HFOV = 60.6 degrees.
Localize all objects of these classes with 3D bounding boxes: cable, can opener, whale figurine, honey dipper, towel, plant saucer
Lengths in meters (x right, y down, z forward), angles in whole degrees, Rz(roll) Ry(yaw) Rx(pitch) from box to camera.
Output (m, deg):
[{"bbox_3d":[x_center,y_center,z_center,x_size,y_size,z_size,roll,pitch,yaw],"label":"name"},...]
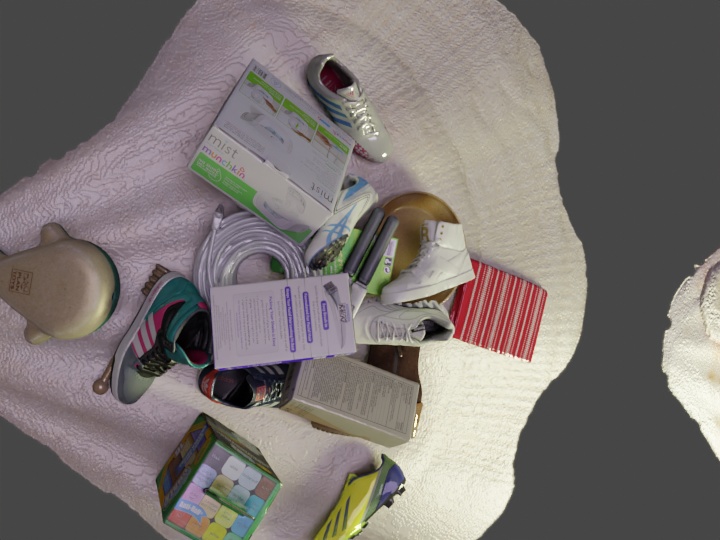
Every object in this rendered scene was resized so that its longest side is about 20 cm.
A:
[{"bbox_3d":[-0.154,0.012,0.931,0.196,0.069,0.205,25,90,-10],"label":"cable"},{"bbox_3d":[0.000,0.000,0.955,0.052,0.066,0.204,28,84,-6],"label":"can opener"},{"bbox_3d":[-0.422,0.017,0.835,0.193,0.104,0.165,9,90,3],"label":"whale figurine"},{"bbox_3d":[-0.332,0.087,0.894,0.037,0.038,0.204,31,83,-20],"label":"honey dipper"},{"bbox_3d":[0.255,0.076,1.140,0.195,0.022,0.149,20,83,-24],"label":"towel"},{"bbox_3d":[0.091,-0.032,1.060,0.194,0.035,0.208,-1,93,-21],"label":"plant saucer"}]

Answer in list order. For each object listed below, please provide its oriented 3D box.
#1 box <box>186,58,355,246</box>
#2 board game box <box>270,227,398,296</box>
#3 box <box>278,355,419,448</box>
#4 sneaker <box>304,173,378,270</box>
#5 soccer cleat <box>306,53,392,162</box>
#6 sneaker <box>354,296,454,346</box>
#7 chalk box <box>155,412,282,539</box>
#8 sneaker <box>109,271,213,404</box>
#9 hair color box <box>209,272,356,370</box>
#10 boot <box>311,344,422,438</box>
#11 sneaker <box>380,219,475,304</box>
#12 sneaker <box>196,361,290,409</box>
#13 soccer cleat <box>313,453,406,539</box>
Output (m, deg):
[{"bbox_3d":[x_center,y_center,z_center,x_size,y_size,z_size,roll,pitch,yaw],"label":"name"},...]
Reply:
[{"bbox_3d":[-0.120,-0.171,0.890,0.198,0.096,0.180,34,44,-21],"label":"box"},{"bbox_3d":[-0.042,-0.026,0.990,0.194,0.030,0.099,13,91,-10],"label":"board game box"},{"bbox_3d":[-0.016,0.191,0.936,0.195,0.078,0.097,24,60,-15],"label":"box"},{"bbox_3d":[-0.039,-0.074,0.929,0.072,0.072,0.201,35,46,-1],"label":"sneaker"},{"bbox_3d":[-0.012,-0.254,0.980,0.070,0.086,0.201,-46,108,-13],"label":"soccer cleat"},{"bbox_3d":[0.060,0.088,0.999,0.193,0.081,0.078,-3,107,-13],"label":"sneaker"},{"bbox_3d":[-0.200,0.308,0.870,0.124,0.199,0.125,39,79,-18],"label":"chalk box"},{"bbox_3d":[-0.268,0.117,0.864,0.083,0.119,0.204,22,95,-55],"label":"sneaker"},{"bbox_3d":[-0.108,0.072,0.863,0.193,0.065,0.113,-6,79,-6],"label":"hair color box"},{"bbox_3d":[0.014,0.192,1.037,0.194,0.072,0.172,6,77,-18],"label":"boot"},{"bbox_3d":[0.100,-0.019,1.003,0.196,0.073,0.119,-18,98,-37],"label":"sneaker"},{"bbox_3d":[-0.150,0.182,0.946,0.194,0.084,0.078,4,91,-22],"label":"sneaker"},{"bbox_3d":[-0.011,0.394,1.037,0.198,0.065,0.084,-38,76,-12],"label":"soccer cleat"}]
